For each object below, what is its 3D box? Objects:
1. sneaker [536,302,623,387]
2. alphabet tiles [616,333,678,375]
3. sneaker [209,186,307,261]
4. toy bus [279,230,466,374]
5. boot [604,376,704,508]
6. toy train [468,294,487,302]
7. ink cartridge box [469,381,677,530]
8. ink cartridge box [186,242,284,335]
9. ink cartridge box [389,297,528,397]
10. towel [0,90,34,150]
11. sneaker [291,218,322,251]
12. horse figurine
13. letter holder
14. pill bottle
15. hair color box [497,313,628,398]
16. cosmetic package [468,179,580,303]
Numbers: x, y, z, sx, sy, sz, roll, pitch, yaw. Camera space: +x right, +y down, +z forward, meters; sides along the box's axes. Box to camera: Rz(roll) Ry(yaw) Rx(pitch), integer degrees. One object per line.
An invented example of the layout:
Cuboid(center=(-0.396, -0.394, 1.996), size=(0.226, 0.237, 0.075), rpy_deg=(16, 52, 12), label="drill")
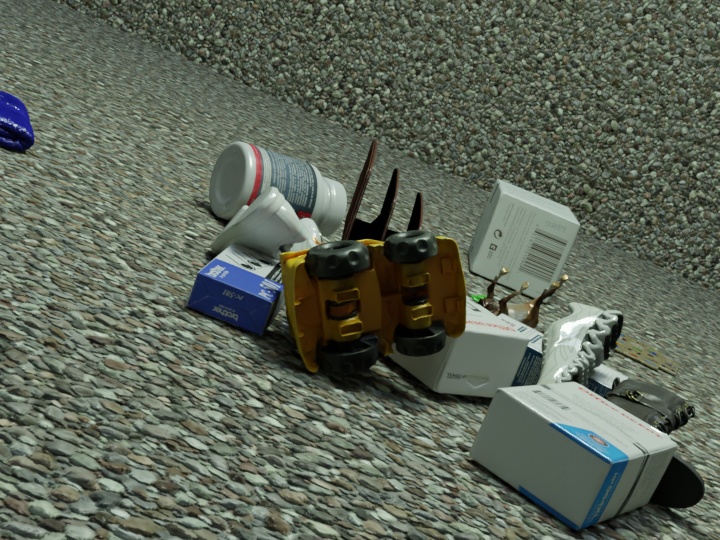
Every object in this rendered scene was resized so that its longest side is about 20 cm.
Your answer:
Cuboid(center=(0.260, 0.115, 1.497), size=(0.080, 0.076, 0.200), rpy_deg=(25, 49, 26), label="sneaker")
Cuboid(center=(0.482, 0.136, 2.122), size=(0.198, 0.006, 0.166), rpy_deg=(27, 13, 13), label="alphabet tiles")
Cuboid(center=(-0.131, -0.040, 1.524), size=(0.088, 0.076, 0.199), rpy_deg=(42, -23, -13), label="sneaker")
Cuboid(center=(0.002, 0.022, 1.346), size=(0.196, 0.138, 0.192), rpy_deg=(-11, 13, -14), label="toy bus")
Cuboid(center=(0.353, 0.191, 1.400), size=(0.199, 0.070, 0.173), rpy_deg=(29, 32, 35), label="boot")
Cuboid(center=(0.160, 0.067, 1.756), size=(0.056, 0.042, 0.199), rpy_deg=(40, 18, 22), label="toy train")
Cuboid(center=(0.230, 0.191, 1.248), size=(0.145, 0.085, 0.199), rpy_deg=(31, 14, 31), label="ink cartridge box")
Cuboid(center=(-0.136, 0.019, 1.400), size=(0.093, 0.045, 0.200), rpy_deg=(22, 13, 2), label="ink cartridge box")
Cuboid(center=(0.090, 0.071, 1.462), size=(0.145, 0.086, 0.199), rpy_deg=(10, 18, -45), label="ink cartridge box")
Cuboid(center=(-0.549, -0.237, 1.712), size=(0.146, 0.050, 0.200), rpy_deg=(17, 14, -24), label="towel")
Cuboid(center=(-0.084, -0.004, 1.574), size=(0.090, 0.077, 0.200), rpy_deg=(-6, 26, -19), label="sneaker")
Cuboid(center=(0.224, 0.059, 1.713), size=(0.198, 0.133, 0.050), rpy_deg=(4, 42, -40), label="horse figurine")
Cuboid(center=(0.039, -0.091, 1.634), size=(0.099, 0.144, 0.200), rpy_deg=(17, 17, -3), label="letter holder")
Cuboid(center=(-0.124, -0.118, 1.820), size=(0.198, 0.121, 0.119), rpy_deg=(14, 15, -36), label="pill bottle")
Cuboid(center=(0.255, 0.134, 1.587), size=(0.198, 0.061, 0.100), rpy_deg=(28, 14, 18), label="hair color box")
Cuboid(center=(0.312, -0.062, 2.267), size=(0.163, 0.167, 0.200), rpy_deg=(22, 11, -1), label="cosmetic package")
